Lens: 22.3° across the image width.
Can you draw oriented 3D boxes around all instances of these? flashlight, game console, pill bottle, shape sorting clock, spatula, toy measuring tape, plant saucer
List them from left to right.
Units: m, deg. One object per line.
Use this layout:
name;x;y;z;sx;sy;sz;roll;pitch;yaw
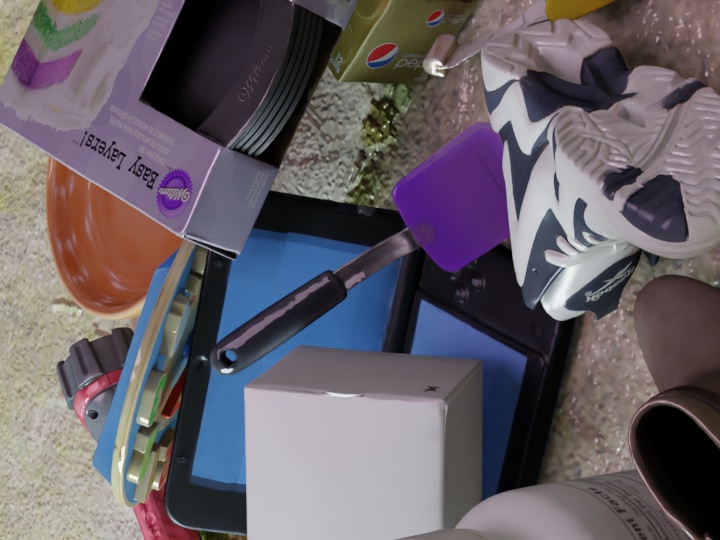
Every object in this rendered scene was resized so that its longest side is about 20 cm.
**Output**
plant saucer;-0.138;-0.067;1.166;0.200;0.037;0.202;-14;72;50
flashlight;-0.134;0.136;1.169;0.068;0.067;0.201;-45;58;37
shape sorting clock;-0.099;0.042;1.052;0.039;0.200;0.201;23;115;4
spatula;0.000;0.000;0.930;0.200;0.021;0.057;-34;96;23
game console;0.001;0.074;0.967;0.170;0.118;0.201;28;114;45
toy measuring tape;0.088;-0.155;0.884;0.199;0.073;0.074;-22;76;45
pill bottle;0.096;0.149;0.796;0.114;0.199;0.115;4;95;49

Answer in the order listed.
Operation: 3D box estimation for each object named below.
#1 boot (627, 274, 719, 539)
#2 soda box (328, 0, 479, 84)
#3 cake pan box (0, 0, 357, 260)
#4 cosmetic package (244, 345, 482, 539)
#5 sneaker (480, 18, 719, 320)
boot;0.153;0.067;0.760;0.200;0.146;0.070;48;112;31
soda box;-0.016;-0.196;1.014;0.068;0.064;0.201;-54;54;37
cake pan box;-0.096;-0.125;0.977;0.200;0.052;0.185;32;99;40
cosmetic package;0.004;0.146;0.927;0.107;0.085;0.201;5;103;17
sneaker;0.116;-0.021;0.818;0.199;0.079;0.130;45;153;56
